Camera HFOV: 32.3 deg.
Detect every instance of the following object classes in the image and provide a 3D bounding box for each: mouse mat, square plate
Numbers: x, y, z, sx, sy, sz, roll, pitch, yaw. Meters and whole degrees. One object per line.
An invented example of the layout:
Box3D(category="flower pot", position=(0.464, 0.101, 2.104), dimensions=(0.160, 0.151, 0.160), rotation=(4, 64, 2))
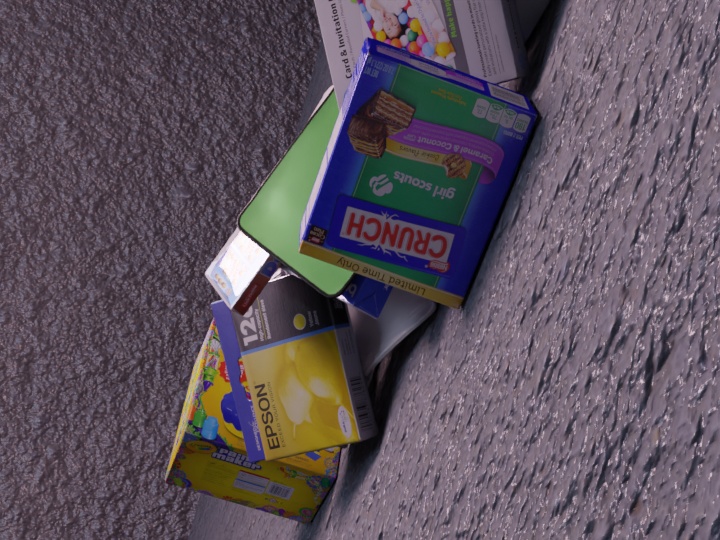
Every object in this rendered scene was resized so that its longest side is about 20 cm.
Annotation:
Box3D(category="mouse mat", position=(-0.022, -0.087, 1.274), dimensions=(0.201, 0.160, 0.008), rotation=(-54, -31, -1))
Box3D(category="square plate", position=(0.000, 0.000, 1.375), dimensions=(0.198, 0.028, 0.202), rotation=(-48, 61, 48))

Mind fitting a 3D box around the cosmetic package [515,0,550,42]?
Box3D(category="cosmetic package", position=(0.167, -0.327, 1.274), dimensions=(0.152, 0.051, 0.202), rotation=(116, 167, -52))

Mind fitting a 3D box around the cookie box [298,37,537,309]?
Box3D(category="cookie box", position=(0.050, -0.089, 1.165), dimensions=(0.075, 0.168, 0.203), rotation=(-87, 17, -69))

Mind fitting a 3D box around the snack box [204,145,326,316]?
Box3D(category="snack box", position=(-0.091, -0.052, 1.337), dimensions=(0.201, 0.024, 0.072), rotation=(-53, 47, 10))

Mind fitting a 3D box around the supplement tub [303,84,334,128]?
Box3D(category="supplement tub", position=(-0.028, -0.135, 1.673), dimensions=(0.202, 0.143, 0.145), rotation=(-60, 4, -21))

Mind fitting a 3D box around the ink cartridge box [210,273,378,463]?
Box3D(category="ink cartridge box", position=(-0.088, 0.111, 1.414), dimensions=(0.198, 0.047, 0.201), rotation=(-18, 85, 32))

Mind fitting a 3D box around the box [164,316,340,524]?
Box3D(category="box", position=(-0.129, 0.193, 1.611), dimensions=(0.123, 0.197, 0.195), rotation=(118, 166, -45))

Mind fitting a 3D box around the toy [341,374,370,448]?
Box3D(category="toy", position=(-0.030, 0.106, 1.469), dimensions=(0.047, 0.114, 0.203), rotation=(14, 87, 68))

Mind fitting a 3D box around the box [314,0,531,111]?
Box3D(category="box", position=(0.056, -0.242, 1.216), dimensions=(0.041, 0.197, 0.159), rotation=(-20, -82, -59))

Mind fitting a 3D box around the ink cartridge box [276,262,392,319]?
Box3D(category="ink cartridge box", position=(-0.034, -0.028, 1.322), dimensions=(0.199, 0.044, 0.095), rotation=(26, 89, 47))

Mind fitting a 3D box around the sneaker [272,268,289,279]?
Box3D(category="sneaker", position=(-0.030, 0.000, 1.561), dimensions=(0.112, 0.197, 0.079), rotation=(-93, -19, -81))
